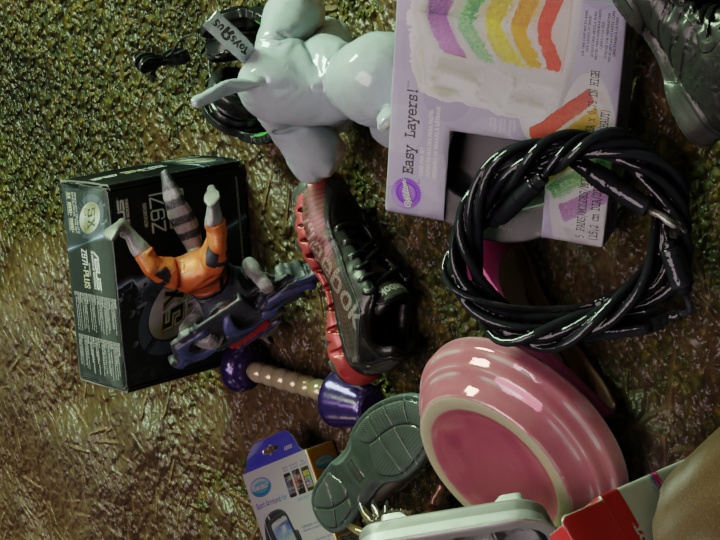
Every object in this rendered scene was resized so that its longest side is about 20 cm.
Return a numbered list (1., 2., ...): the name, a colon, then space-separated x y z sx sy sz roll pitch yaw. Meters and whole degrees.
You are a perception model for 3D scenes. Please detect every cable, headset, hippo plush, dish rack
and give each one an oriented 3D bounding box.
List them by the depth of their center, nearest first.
1. cable: 0.149 -0.022 1.320 0.198 0.051 0.165 -6 107 23
2. dish rack: 0.091 0.241 1.413 0.170 0.201 0.044 -12 50 14
3. hippo plush: -0.012 -0.174 1.474 0.159 0.200 0.161 -4 66 31
4. headset: -0.127 -0.186 1.636 0.199 0.093 0.125 22 117 49

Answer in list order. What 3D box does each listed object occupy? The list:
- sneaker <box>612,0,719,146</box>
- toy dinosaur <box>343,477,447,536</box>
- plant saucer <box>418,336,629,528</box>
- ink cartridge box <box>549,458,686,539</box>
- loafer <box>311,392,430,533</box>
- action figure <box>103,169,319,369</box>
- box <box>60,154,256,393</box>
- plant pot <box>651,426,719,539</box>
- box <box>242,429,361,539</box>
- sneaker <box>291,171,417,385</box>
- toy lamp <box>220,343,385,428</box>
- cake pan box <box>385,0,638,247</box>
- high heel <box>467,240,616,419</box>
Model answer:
1. sneaker: 0.252 -0.166 1.236 0.104 0.060 0.201 -30 83 49
2. toy dinosaur: 0.028 0.255 1.552 0.086 0.135 0.201 55 136 22
3. plant saucer: 0.122 0.148 1.423 0.200 0.051 0.202 31 144 25
4. ink cartridge box: 0.219 0.211 1.269 0.067 0.199 0.117 -46 66 45
5. loafer: 0.026 0.167 1.593 0.200 0.063 0.072 -48 65 41
6. action figure: -0.117 -0.008 1.647 0.194 0.199 0.105 57 -170 -40
7. box: -0.195 -0.001 1.715 0.086 0.163 0.202 9 107 47
8. plant pot: 0.306 0.156 1.171 0.202 0.199 0.198 62 145 16
9. box: -0.048 0.255 1.716 0.119 0.041 0.202 -26 78 49
10. sneaker: 0.000 0.000 1.562 0.097 0.070 0.203 -13 93 50
11. toy lamp: -0.053 0.110 1.667 0.199 0.058 0.059 14 111 49
12. cake pan box: 0.113 -0.124 1.353 0.182 0.052 0.202 12 113 19
13. high heel: 0.147 0.028 1.413 0.096 0.067 0.202 -11 100 43
